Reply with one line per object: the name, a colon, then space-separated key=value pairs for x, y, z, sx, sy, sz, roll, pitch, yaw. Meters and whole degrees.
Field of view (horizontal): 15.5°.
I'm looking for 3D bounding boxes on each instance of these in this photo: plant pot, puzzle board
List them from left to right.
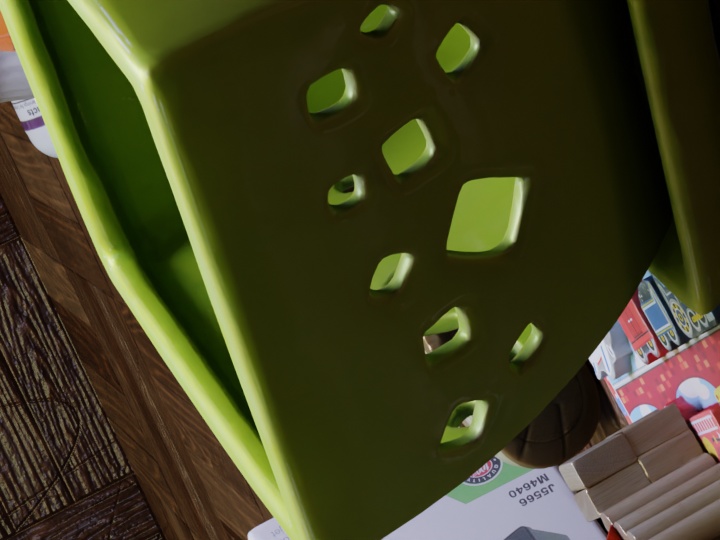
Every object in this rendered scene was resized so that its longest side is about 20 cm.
plant pot: x=0.002 y=-0.064 z=0.832 sx=0.199 sy=0.181 sz=0.200 roll=51 pitch=164 yaw=50
puzzle board: x=0.130 y=0.062 z=0.965 sx=0.151 sy=0.017 sz=0.200 roll=62 pitch=169 yaw=6

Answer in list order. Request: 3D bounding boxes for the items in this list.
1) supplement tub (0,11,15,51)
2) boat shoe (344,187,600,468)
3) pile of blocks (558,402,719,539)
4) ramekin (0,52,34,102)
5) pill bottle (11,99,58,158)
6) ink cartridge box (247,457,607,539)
supplement tub: x=-0.154 y=-0.204 z=1.140 sx=0.123 sy=0.122 sz=0.201 roll=122 pitch=162 yaw=-77
boat shoe: x=0.028 y=-0.001 z=1.137 sx=0.201 sy=0.074 sz=0.066 roll=62 pitch=163 yaw=5
pile of blocks: x=0.125 y=0.118 z=0.921 sx=0.200 sy=0.062 sz=0.082 roll=45 pitch=159 yaw=58
ramekin: x=-0.170 y=-0.185 z=1.410 sx=0.200 sy=0.097 sz=0.201 roll=178 pitch=90 yaw=-81
pill bottle: x=-0.170 y=-0.140 z=1.625 sx=0.201 sy=0.112 sz=0.112 roll=65 pitch=169 yaw=-10
ink cartridge box: x=0.059 y=0.179 z=1.218 sx=0.200 sy=0.145 sz=0.084 roll=54 pitch=165 yaw=37
